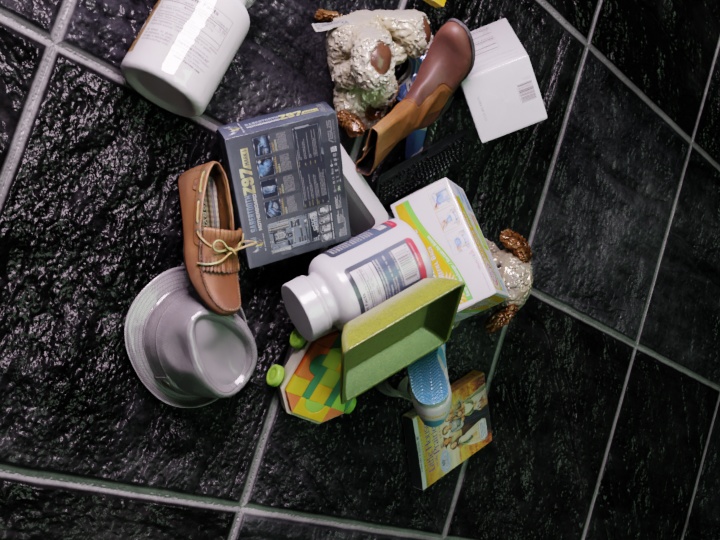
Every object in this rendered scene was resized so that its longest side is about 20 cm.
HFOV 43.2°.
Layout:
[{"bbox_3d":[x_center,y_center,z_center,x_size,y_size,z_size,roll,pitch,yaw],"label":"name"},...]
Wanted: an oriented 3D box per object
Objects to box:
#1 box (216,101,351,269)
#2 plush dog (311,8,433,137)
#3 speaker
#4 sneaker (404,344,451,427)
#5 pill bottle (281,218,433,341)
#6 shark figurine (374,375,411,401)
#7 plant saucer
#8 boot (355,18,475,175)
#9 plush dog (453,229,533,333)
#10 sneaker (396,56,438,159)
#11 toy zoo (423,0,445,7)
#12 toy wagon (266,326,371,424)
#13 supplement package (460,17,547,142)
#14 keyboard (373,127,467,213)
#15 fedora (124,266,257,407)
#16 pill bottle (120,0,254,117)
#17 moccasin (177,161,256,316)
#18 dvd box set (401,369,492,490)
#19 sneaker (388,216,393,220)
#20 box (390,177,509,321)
[{"bbox_3d":[-0.102,-0.116,1.249,0.157,0.051,0.201,-18,123,-16],"label":"box"},{"bbox_3d":[0.002,-0.286,1.335,0.200,0.160,0.172,-47,146,-49],"label":"plush dog"},{"bbox_3d":[-0.039,-0.132,1.348,0.081,0.081,0.200,-53,129,-23],"label":"speaker"},{"bbox_3d":[0.102,0.154,1.442,0.200,0.076,0.081,-90,174,-46],"label":"sneaker"},{"bbox_3d":[-0.007,0.017,1.310,0.199,0.119,0.120,-27,116,-20],"label":"pill bottle"},{"bbox_3d":[0.043,0.154,1.474,0.128,0.089,0.215,-37,119,-31],"label":"shark figurine"},{"bbox_3d":[0.046,0.091,1.310,0.199,0.048,0.200,-29,157,-17],"label":"plant saucer"},{"bbox_3d":[0.071,-0.250,1.304,0.068,0.188,0.200,43,55,8],"label":"boot"},{"bbox_3d":[0.215,0.017,1.539,0.160,0.171,0.201,9,91,-43],"label":"plush dog"},{"bbox_3d":[0.090,-0.271,1.463,0.077,0.076,0.201,6,105,-6],"label":"sneaker"},{"bbox_3d":[0.096,-0.507,1.449,0.200,0.020,0.132,15,87,-44],"label":"toy zoo"},{"bbox_3d":[-0.043,0.135,1.376,0.155,0.040,0.200,26,100,-34],"label":"toy wagon"},{"bbox_3d":[0.215,-0.310,1.464,0.200,0.109,0.114,-94,162,-58],"label":"supplement package"},{"bbox_3d":[0.102,-0.149,1.465,0.200,0.040,0.104,-31,153,-27],"label":"keyboard"},{"bbox_3d":[-0.209,0.098,1.218,0.177,0.090,0.201,-43,124,-30],"label":"fedora"},{"bbox_3d":[-0.203,-0.304,1.136,0.114,0.114,0.201,38,71,-40],"label":"pill bottle"},{"bbox_3d":[-0.184,-0.042,1.183,0.073,0.078,0.202,9,69,-47],"label":"moccasin"},{"bbox_3d":[0.160,0.285,1.645,0.200,0.029,0.147,-24,113,-39],"label":"dvd box set"},{"bbox_3d":[0.000,0.000,1.412,0.086,0.077,0.201,29,77,-39],"label":"sneaker"},{"bbox_3d":[0.143,-0.029,1.439,0.201,0.101,0.112,68,17,12],"label":"box"}]
